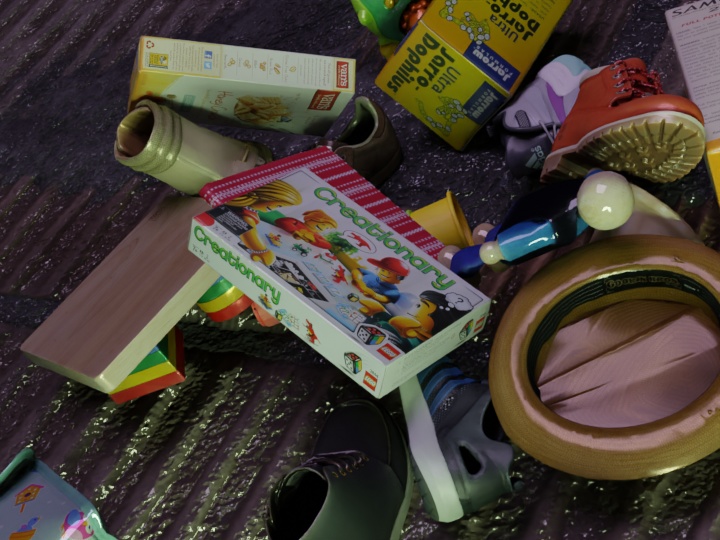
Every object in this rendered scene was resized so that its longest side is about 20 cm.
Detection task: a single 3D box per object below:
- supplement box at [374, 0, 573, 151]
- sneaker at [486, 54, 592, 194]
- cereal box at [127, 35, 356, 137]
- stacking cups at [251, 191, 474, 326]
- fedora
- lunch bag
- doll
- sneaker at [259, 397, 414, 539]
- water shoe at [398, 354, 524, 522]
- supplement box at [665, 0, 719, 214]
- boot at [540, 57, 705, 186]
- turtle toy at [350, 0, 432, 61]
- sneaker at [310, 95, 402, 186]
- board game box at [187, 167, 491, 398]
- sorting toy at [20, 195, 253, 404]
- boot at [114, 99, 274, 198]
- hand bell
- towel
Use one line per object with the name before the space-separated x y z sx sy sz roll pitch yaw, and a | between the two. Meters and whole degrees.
supplement box | 0.119 -0.234 1.298 0.201 0.109 0.109 -56 5 -34
sneaker | 0.182 -0.109 1.183 0.139 0.078 0.200 -37 29 -11
cereal box | -0.114 -0.170 1.276 0.197 0.144 0.040 5 78 -12
stacking cups | 0.000 0.000 1.176 0.198 0.061 0.061 -25 37 10
fedora | 0.189 0.070 0.939 0.198 0.082 0.203 -10 53 13
lunch bag | -0.266 0.230 1.008 0.170 0.123 0.199 -42 31 -16
doll | 0.134 -0.035 0.998 0.136 0.049 0.200 -33 2 -26
sneaker | -0.014 0.145 0.965 0.074 0.107 0.201 -14 39 16
water shoe | 0.072 0.105 0.990 0.078 0.072 0.201 -15 33 4
supplement box | 0.300 -0.113 1.066 0.073 0.127 0.201 -16 39 14
boot | 0.205 -0.121 1.040 0.108 0.074 0.200 -69 15 -10
turtle toy | 0.063 -0.319 1.422 0.200 0.146 0.101 -48 22 -27
sneaker | -0.036 -0.081 1.272 0.070 0.076 0.201 9 49 37
board game box | -0.017 0.003 1.018 0.199 0.035 0.126 36 42 25
sorting toy | -0.176 0.031 1.188 0.200 0.070 0.198 -48 26 -19
boot | -0.161 -0.110 1.296 0.073 0.154 0.200 -63 24 8
hand bell | 0.161 0.041 1.022 0.200 0.104 0.104 -50 41 -9
towel | -0.018 -0.025 1.100 0.144 0.023 0.200 -21 51 -39
